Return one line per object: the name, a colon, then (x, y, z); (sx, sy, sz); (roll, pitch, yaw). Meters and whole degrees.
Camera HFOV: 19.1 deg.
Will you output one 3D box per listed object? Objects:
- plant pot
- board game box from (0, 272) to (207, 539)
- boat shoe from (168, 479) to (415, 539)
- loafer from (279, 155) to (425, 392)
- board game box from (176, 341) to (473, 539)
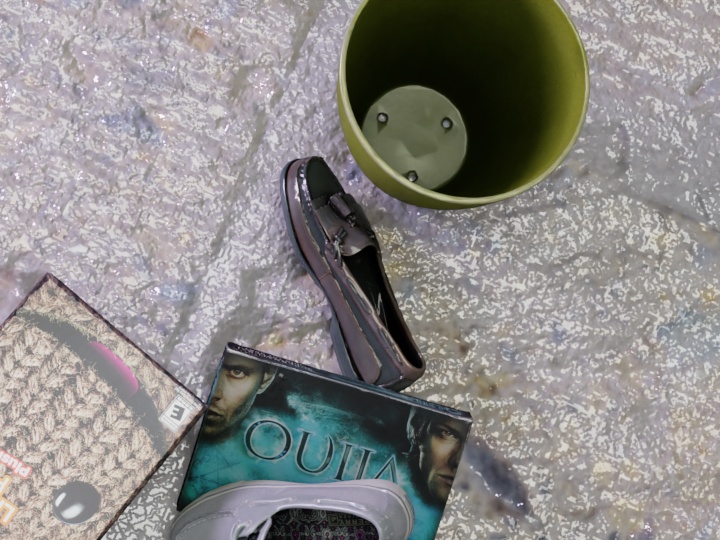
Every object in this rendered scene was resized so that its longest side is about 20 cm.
plant pot: (0.058, -0.122, 1.643); (0.186, 0.200, 0.188); (2, 79, -10)
board game box: (-0.239, 0.132, 1.595); (0.159, 0.097, 0.200); (39, 75, -1)
boat shoe: (-0.061, 0.192, 1.574); (0.200, 0.071, 0.070); (-10, 96, 23)
loafer: (0.000, 0.000, 1.671); (0.072, 0.063, 0.201); (-18, 87, -49)
board game box: (-0.027, 0.146, 1.643); (0.199, 0.028, 0.136); (16, 100, -7)
